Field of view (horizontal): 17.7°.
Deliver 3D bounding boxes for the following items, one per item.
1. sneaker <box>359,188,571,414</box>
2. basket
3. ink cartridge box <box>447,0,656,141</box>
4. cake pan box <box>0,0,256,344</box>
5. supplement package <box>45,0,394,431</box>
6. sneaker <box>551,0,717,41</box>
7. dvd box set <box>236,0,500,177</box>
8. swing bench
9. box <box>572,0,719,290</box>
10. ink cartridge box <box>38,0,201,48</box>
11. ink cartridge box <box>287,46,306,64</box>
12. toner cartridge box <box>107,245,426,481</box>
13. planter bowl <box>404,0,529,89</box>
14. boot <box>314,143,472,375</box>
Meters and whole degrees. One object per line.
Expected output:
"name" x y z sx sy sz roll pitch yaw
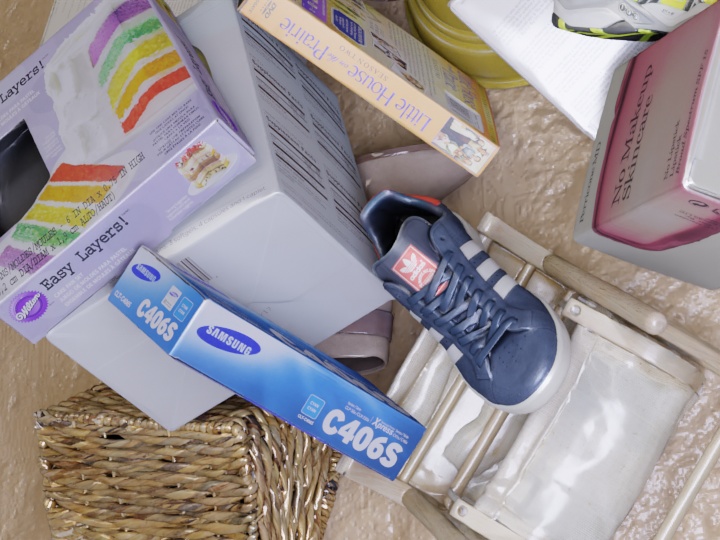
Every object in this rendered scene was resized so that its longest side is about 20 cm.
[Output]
"sneaker" 0.056 0.015 1.442 0.075 0.084 0.200 -52 39 8
"basket" -0.111 0.149 1.664 0.199 0.149 0.144 1 106 33
"ink cartridge box" 0.183 -0.173 1.575 0.200 0.050 0.161 42 98 -2
"cake pan box" -0.181 -0.074 1.491 0.200 0.052 0.185 -39 43 10
"supplement package" -0.109 -0.042 1.555 0.191 0.147 0.201 -31 47 16
"sneaker" 0.217 -0.185 1.488 0.199 0.075 0.077 6 92 25
"dvd box set" 0.005 -0.150 1.586 0.029 0.199 0.146 -52 14 16
"swing bench" 0.120 0.100 1.489 0.200 0.129 0.200 -59 37 2
"box" 0.224 -0.075 1.436 0.200 0.108 0.129 148 138 -73
"ink cartridge box" -0.141 -0.180 1.706 0.199 0.050 0.110 10 77 34
"ink cartridge box" -0.124 -0.109 1.752 0.144 0.085 0.201 -3 72 31
"toner cartridge box" -0.057 0.059 1.448 0.043 0.200 0.095 -57 38 1
"planter bowl" 0.098 -0.239 1.658 0.199 0.083 0.202 -12 66 28
"boot" 0.000 0.000 1.628 0.199 0.070 0.147 -16 62 11
